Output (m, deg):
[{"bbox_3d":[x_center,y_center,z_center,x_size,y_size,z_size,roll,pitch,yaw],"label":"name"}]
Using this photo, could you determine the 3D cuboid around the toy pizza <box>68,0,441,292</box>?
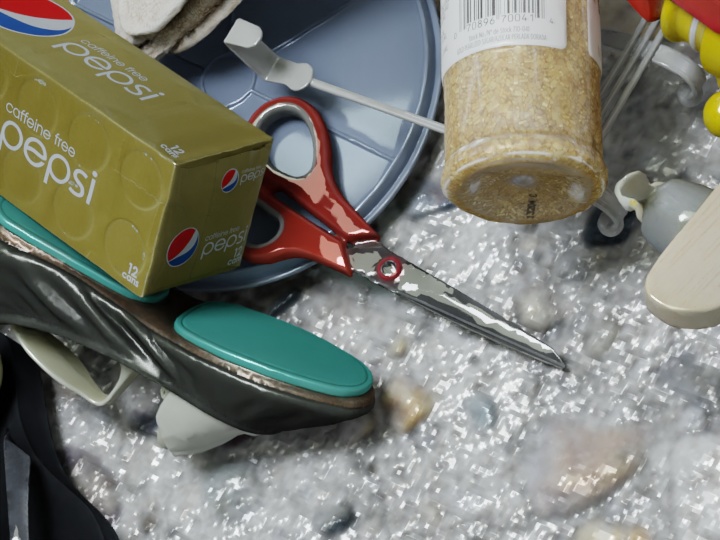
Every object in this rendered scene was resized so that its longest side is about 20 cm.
[{"bbox_3d":[-0.056,-0.081,1.297,0.199,0.032,0.202,-7,67,16],"label":"toy pizza"}]

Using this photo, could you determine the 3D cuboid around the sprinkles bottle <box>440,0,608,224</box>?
[{"bbox_3d":[0.064,-0.122,1.158,0.068,0.068,0.201,-11,64,23],"label":"sprinkles bottle"}]

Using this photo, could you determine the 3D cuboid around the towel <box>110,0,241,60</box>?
[{"bbox_3d":[-0.047,-0.191,1.251,0.200,0.034,0.133,-39,44,30],"label":"towel"}]

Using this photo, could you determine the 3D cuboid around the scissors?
[{"bbox_3d":[0.000,0.000,1.223,0.073,0.014,0.200,-43,64,-4],"label":"scissors"}]

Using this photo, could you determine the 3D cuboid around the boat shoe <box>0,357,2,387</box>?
[{"bbox_3d":[-0.247,0.082,1.231,0.200,0.063,0.073,-32,59,-3],"label":"boat shoe"}]

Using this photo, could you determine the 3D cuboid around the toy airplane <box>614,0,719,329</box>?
[{"bbox_3d":[0.190,-0.073,1.120,0.199,0.141,0.200,-3,68,-14],"label":"toy airplane"}]

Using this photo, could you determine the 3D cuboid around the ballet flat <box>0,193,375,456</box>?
[{"bbox_3d":[-0.086,0.035,1.234,0.199,0.068,0.069,27,113,18],"label":"ballet flat"}]

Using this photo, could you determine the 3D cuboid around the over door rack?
[{"bbox_3d":[0.065,-0.112,1.230,0.199,0.067,0.148,25,76,26],"label":"over door rack"}]

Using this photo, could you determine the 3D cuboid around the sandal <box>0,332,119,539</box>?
[{"bbox_3d":[-0.158,0.102,1.237,0.076,0.043,0.200,-45,42,12],"label":"sandal"}]

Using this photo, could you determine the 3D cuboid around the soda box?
[{"bbox_3d":[-0.134,-0.070,1.246,0.200,0.064,0.068,34,122,29],"label":"soda box"}]
